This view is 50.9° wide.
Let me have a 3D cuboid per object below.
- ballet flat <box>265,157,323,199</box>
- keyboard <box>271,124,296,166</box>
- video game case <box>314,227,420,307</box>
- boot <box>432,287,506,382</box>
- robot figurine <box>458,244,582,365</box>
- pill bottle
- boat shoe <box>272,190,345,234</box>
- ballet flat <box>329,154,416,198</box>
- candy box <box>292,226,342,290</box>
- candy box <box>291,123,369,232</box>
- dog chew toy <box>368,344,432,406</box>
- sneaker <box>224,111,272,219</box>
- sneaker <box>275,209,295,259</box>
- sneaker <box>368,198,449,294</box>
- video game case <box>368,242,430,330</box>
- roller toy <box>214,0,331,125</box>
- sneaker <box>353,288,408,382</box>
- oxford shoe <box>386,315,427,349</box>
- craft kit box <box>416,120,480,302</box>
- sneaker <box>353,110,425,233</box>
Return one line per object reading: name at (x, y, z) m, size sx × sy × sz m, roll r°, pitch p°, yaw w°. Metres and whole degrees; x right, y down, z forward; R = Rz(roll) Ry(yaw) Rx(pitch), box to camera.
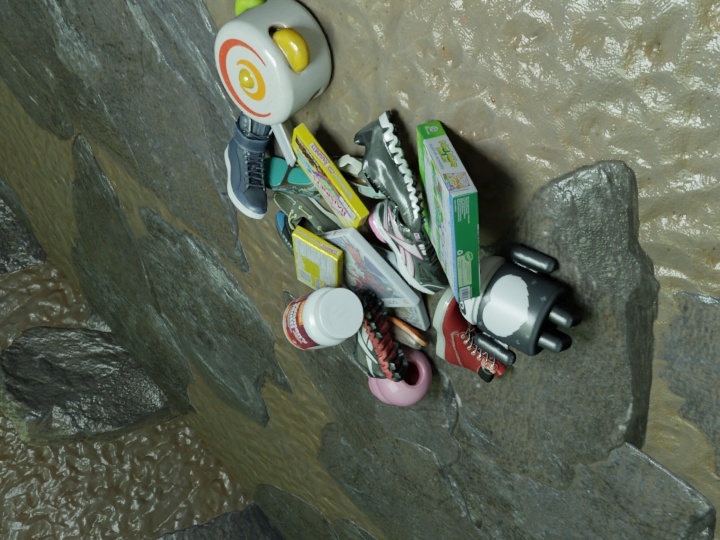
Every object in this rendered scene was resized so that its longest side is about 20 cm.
ballet flat at (-0.132, -0.177, 1.507) m, size 0.197 × 0.074 × 0.076 m, roll 20°, pitch 139°, yaw 44°
keyboard at (-0.165, -0.293, 1.414) m, size 0.204 × 0.010 × 0.056 m, roll 66°, pitch 161°, yaw 0°
video game case at (0.000, 0.000, 1.456) m, size 0.200 × 0.023 × 0.181 m, roll 46°, pitch 156°, yaw -21°
boot at (0.209, 0.124, 1.397) m, size 0.142 × 0.073 × 0.202 m, roll 28°, pitch 151°, yaw 29°
robot figurine at (0.251, 0.058, 1.217) m, size 0.197 × 0.151 × 0.126 m, roll 29°, pitch 156°, yaw 28°
pill bottle at (-0.073, 0.093, 1.468) m, size 0.110 × 0.109 × 0.199 m, roll 52°, pitch 156°, yaw -7°
boat shoe at (-0.111, -0.107, 1.553) m, size 0.200 × 0.060 × 0.073 m, roll 36°, pitch 146°, yaw 19°
ballet flat at (0.009, -0.171, 1.325) m, size 0.197 × 0.070 × 0.071 m, roll 15°, pitch 159°, yaw 47°
candy box at (-0.081, -0.008, 1.475) m, size 0.100 × 0.027 × 0.201 m, roll 28°, pitch 157°, yaw 11°
candy box at (-0.058, -0.161, 1.367) m, size 0.202 × 0.026 × 0.102 m, roll 54°, pitch 165°, yaw 7°
dog chew toy at (0.075, 0.232, 1.633) m, size 0.125 × 0.124 × 0.200 m, roll 49°, pitch 156°, yaw -3°
sneaker at (-0.206, -0.216, 1.467) m, size 0.147 × 0.075 × 0.206 m, roll -52°, pitch 47°, yaw 41°
sneaker at (-0.125, -0.039, 1.630) m, size 0.202 × 0.073 × 0.081 m, roll 54°, pitch 149°, yaw -7°
sneaker at (0.099, -0.048, 1.346) m, size 0.200 × 0.081 × 0.086 m, roll 47°, pitch 138°, yaw -8°
video game case at (0.044, 0.022, 1.501) m, size 0.179 × 0.023 × 0.202 m, roll 24°, pitch 151°, yaw 35°
roller toy at (-0.150, -0.348, 1.272) m, size 0.198 × 0.140 × 0.185 m, roll 31°, pitch 145°, yaw 25°
sneaker at (0.018, 0.133, 1.498) m, size 0.096 × 0.071 × 0.204 m, roll -11°, pitch 111°, yaw 36°
oxford shoe at (0.056, 0.132, 1.566) m, size 0.198 × 0.074 × 0.071 m, roll 23°, pitch 175°, yaw 44°
craft kit box at (0.136, -0.093, 1.177) m, size 0.200 × 0.047 × 0.203 m, roll -111°, pitch 9°, yaw -48°
sneaker at (0.044, -0.151, 1.240) m, size 0.066 × 0.088 × 0.205 m, roll -6°, pitch -103°, yaw -79°
